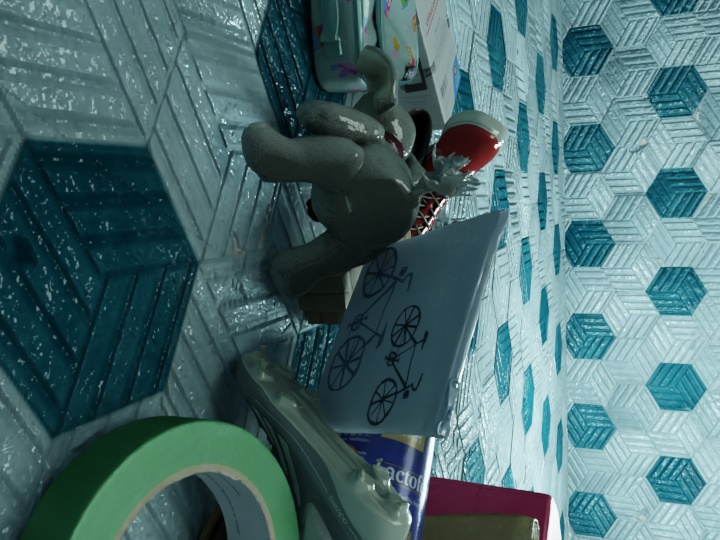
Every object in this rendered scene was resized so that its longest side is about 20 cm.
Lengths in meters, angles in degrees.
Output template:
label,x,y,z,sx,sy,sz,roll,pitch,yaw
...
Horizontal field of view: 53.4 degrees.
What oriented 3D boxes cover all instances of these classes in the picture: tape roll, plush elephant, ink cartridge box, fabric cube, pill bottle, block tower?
label,x,y,z,sx,sy,sz,roll,pitch,yaw
tape roll,-0.117,0.196,0.445,0.198,0.047,0.206,6,83,-54
plush elephant,-0.003,-0.100,0.642,0.157,0.195,0.167,-97,172,-53
ink cartridge box,0.072,-0.296,0.924,0.202,0.065,0.118,66,33,-45
fabric cube,0.165,0.430,0.979,0.199,0.195,0.202,69,32,-42
pill bottle,0.017,0.198,0.733,0.116,0.113,0.204,57,39,-51
block tower,0.000,0.000,0.770,0.200,0.056,0.055,-37,124,-60

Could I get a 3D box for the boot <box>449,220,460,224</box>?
label,x,y,z,sx,sy,sz,roll,pitch,yaw
boot,0.156,-0.012,1.117,0.201,0.074,0.075,-61,142,-51

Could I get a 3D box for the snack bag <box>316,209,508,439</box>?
label,x,y,z,sx,sy,sz,roll,pitch,yaw
snack bag,0.036,0.045,0.588,0.021,0.198,0.192,32,64,-24

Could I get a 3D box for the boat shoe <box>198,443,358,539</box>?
label,x,y,z,sx,sy,sz,roll,pitch,yaw
boat shoe,-0.063,0.199,0.601,0.200,0.069,0.072,-43,132,-58

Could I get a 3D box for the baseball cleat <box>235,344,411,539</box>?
label,x,y,z,sx,sy,sz,roll,pitch,yaw
baseball cleat,-0.051,0.153,0.548,0.069,0.199,0.108,18,108,-52

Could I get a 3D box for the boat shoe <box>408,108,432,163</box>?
label,x,y,z,sx,sy,sz,roll,pitch,yaw
boat shoe,0.043,-0.139,0.838,0.057,0.066,0.201,-52,-174,33

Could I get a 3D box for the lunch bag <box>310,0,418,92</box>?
label,x,y,z,sx,sy,sz,roll,pitch,yaw
lunch bag,0.004,-0.286,0.749,0.160,0.075,0.206,-32,119,-64

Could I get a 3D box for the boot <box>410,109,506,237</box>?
label,x,y,z,sx,sy,sz,roll,pitch,yaw
boot,0.095,-0.096,0.851,0.147,0.071,0.200,-63,-170,-18

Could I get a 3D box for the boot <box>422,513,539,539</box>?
label,x,y,z,sx,sy,sz,roll,pitch,yaw
boot,0.102,0.368,0.828,0.066,0.195,0.180,25,67,-64
